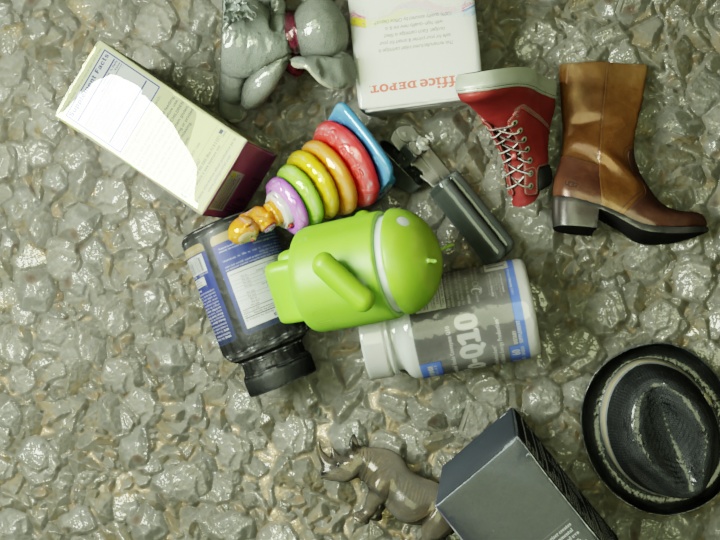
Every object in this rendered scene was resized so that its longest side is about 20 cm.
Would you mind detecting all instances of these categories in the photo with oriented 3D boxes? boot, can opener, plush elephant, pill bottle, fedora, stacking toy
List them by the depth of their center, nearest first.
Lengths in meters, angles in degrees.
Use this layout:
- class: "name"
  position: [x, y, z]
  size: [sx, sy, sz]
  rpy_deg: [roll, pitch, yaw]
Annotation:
- class: "boot"
  position: [0.164, -0.144, 1.172]
  size: [0.071, 0.199, 0.147]
  rpy_deg: [3, 93, 32]
- class: "stacking toy"
  position: [-0.067, -0.086, 1.199]
  size: [0.199, 0.116, 0.110]
  rpy_deg: [-35, 86, -23]
- class: "fedora"
  position: [0.345, 0.186, 1.207]
  size: [0.197, 0.092, 0.204]
  rpy_deg: [0, 91, 7]
- class: "plush elephant"
  position: [-0.082, -0.267, 1.212]
  size: [0.152, 0.200, 0.168]
  rpy_deg: [2, 84, -8]
- class: "pill bottle"
  position: [0.100, 0.060, 1.220]
  size: [0.197, 0.114, 0.116]
  rpy_deg: [-12, 90, 7]
- class: "boot"
  position: [0.314, -0.136, 1.233]
  size: [0.185, 0.069, 0.204]
  rpy_deg: [6, 80, 5]
- class: "pill bottle"
  position: [-0.126, 0.038, 1.245]
  size: [0.110, 0.112, 0.203]
  rpy_deg: [-21, 90, 6]
- class: "can opener"
  position: [0.100, -0.088, 1.256]
  size: [0.200, 0.053, 0.067]
  rpy_deg: [47, 130, 5]

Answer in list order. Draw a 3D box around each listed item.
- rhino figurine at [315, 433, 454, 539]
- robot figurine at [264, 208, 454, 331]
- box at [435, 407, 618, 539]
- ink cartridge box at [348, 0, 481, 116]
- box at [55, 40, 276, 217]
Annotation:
- class: "rhino figurine"
  position: [0.030, 0.260, 1.261]
  size: [0.199, 0.060, 0.088]
  rpy_deg: [34, 98, 6]
- class: "robot figurine"
  position: [0.000, 0.000, 1.153]
  size: [0.197, 0.175, 0.117]
  rpy_deg: [-11, 103, 20]
- class: "box"
  position: [0.187, 0.277, 1.175]
  size: [0.123, 0.200, 0.199]
  rpy_deg: [-39, 86, 6]
- class: "ink cartridge box"
  position: [0.062, -0.287, 1.231]
  size: [0.142, 0.084, 0.204]
  rpy_deg: [-6, 91, 6]
- class: "box"
  position: [-0.215, -0.153, 1.217]
  size: [0.199, 0.176, 0.097]
  rpy_deg: [34, 94, 4]
